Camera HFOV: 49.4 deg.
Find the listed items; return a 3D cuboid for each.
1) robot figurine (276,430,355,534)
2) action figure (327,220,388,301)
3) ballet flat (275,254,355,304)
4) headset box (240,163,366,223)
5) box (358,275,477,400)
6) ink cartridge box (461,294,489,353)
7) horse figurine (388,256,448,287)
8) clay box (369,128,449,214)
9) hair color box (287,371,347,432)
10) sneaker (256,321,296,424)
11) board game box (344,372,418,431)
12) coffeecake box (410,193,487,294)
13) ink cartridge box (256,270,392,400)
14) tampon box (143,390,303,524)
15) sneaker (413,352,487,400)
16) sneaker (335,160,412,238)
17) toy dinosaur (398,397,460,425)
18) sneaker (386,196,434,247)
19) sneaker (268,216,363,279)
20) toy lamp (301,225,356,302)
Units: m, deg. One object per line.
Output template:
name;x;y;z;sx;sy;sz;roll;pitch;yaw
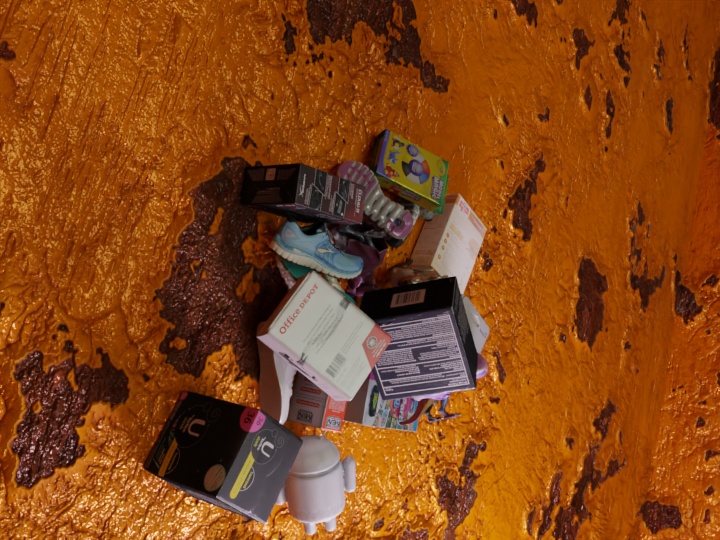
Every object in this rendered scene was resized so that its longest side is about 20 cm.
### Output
robot figurine;-0.090;0.407;1.524;0.169;0.113;0.201;-10;103;-13
action figure;0.000;0.000;1.611;0.148;0.134;0.201;-10;131;-16
ballet flat;-0.099;0.037;1.516;0.200;0.072;0.072;40;60;-14
headset box;-0.097;-0.137;1.454;0.200;0.148;0.078;15;81;-49
box;0.115;0.138;1.565;0.123;0.199;0.199;-71;147;-58
ink cartridge box;0.164;0.116;1.731;0.145;0.199;0.088;49;57;-39
horse figurine;0.114;0.018;1.702;0.132;0.200;0.050;-3;105;-22
clay box;0.116;-0.211;1.703;0.199;0.048;0.115;23;63;-22
hair color box;-0.071;0.208;1.544;0.061;0.101;0.201;24;76;-47
sneaker;-0.133;0.192;1.494;0.115;0.073;0.201;-5;95;-45
board game box;0.055;0.270;1.723;0.200;0.064;0.148;20;78;-49
coffeecake box;0.211;-0.058;1.870;0.153;0.073;0.201;44;61;-41
ink cartridge box;-0.067;0.121;1.430;0.200;0.083;0.147;41;68;-12
tampon box;-0.227;0.305;1.296;0.126;0.199;0.150;46;59;-40
sneaker;0.181;0.231;1.675;0.089;0.199;0.081;64;24;-26
sneaker;0.015;-0.139;1.632;0.200;0.088;0.081;46;67;-15
toy dinosaur;0.175;0.241;1.754;0.199;0.105;0.182;2;71;-37
sneaker;0.126;-0.122;1.770;0.115;0.075;0.201;41;62;-45
sneaker;-0.069;-0.044;1.467;0.199;0.078;0.090;19;96;-36
toy lamp;-0.072;-0.004;1.564;0.058;0.058;0.200;-55;132;-31
